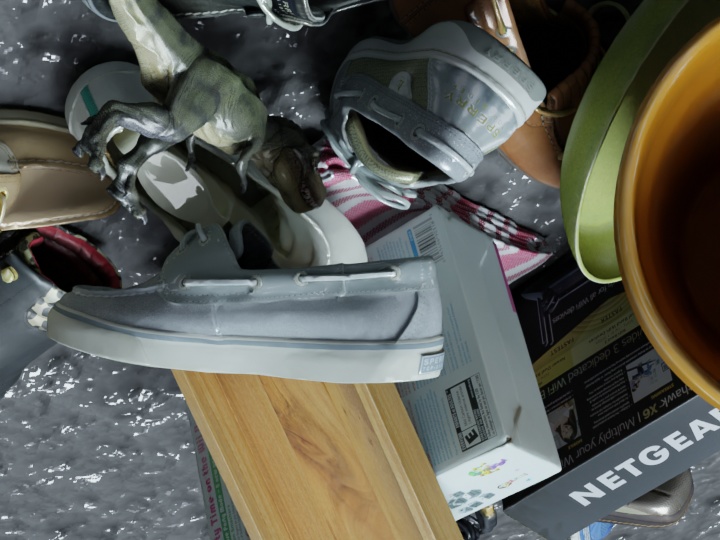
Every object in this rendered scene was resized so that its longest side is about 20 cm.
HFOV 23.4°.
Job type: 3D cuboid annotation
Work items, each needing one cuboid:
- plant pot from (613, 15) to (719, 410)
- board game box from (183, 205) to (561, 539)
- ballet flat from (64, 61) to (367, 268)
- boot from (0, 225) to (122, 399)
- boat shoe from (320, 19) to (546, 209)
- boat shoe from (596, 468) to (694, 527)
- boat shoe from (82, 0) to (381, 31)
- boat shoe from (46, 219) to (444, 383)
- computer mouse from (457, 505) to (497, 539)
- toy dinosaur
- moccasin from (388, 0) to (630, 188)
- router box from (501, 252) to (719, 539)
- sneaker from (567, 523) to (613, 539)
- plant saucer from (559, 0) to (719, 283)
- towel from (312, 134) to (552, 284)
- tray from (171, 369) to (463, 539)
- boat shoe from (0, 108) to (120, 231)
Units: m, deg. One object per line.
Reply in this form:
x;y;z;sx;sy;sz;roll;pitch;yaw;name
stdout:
0.216;-0.017;0.818;0.199;0.201;0.183;-17;173;4;plant pot
-0.002;0.079;0.977;0.200;0.148;0.064;-29;147;26;board game box
-0.069;-0.028;0.881;0.069;0.070;0.200;-33;127;26;ballet flat
-0.242;0.018;0.924;0.154;0.074;0.203;-36;144;24;boot
0.021;-0.067;0.825;0.074;0.065;0.202;39;167;-15;boat shoe
0.133;0.123;1.107;0.075;0.200;0.073;-49;129;-20;boat shoe
-0.031;-0.144;0.767;0.199;0.071;0.072;-17;145;6;boat shoe
-0.055;0.012;0.827;0.200;0.072;0.070;3;-178;19;boat shoe
0.019;0.134;1.136;0.140;0.046;0.200;17;150;18;computer mouse
-0.086;-0.071;0.780;0.088;0.047;0.200;-48;144;-6;toy dinosaur
0.092;-0.105;0.867;0.077;0.074;0.201;-12;140;29;moccasin
0.164;0.045;1.017;0.200;0.158;0.052;-35;127;28;router box
0.179;0.129;1.215;0.089;0.079;0.200;-8;145;-4;sneaker
0.159;-0.086;0.875;0.200;0.031;0.200;-40;150;-29;plant saucer
0.000;0.000;1.015;0.200;0.030;0.146;23;132;-41;towel
-0.015;0.108;0.897;0.098;0.201;0.037;-19;-169;24;tray
-0.208;-0.035;0.859;0.199;0.069;0.074;0;142;-22;boat shoe
